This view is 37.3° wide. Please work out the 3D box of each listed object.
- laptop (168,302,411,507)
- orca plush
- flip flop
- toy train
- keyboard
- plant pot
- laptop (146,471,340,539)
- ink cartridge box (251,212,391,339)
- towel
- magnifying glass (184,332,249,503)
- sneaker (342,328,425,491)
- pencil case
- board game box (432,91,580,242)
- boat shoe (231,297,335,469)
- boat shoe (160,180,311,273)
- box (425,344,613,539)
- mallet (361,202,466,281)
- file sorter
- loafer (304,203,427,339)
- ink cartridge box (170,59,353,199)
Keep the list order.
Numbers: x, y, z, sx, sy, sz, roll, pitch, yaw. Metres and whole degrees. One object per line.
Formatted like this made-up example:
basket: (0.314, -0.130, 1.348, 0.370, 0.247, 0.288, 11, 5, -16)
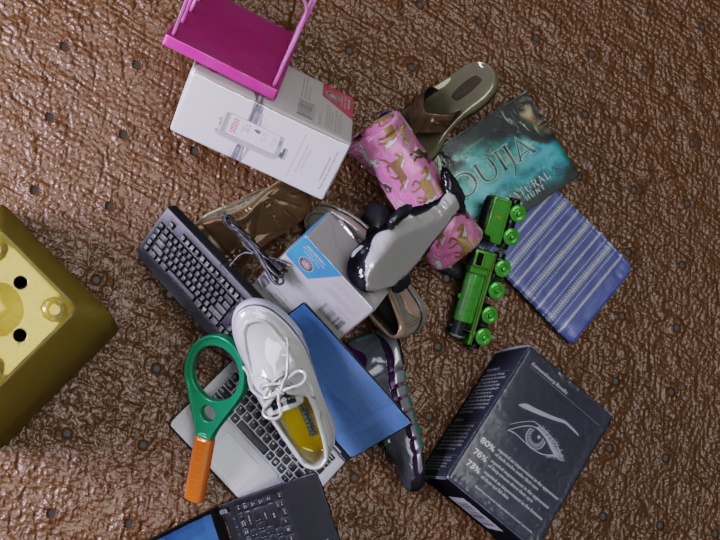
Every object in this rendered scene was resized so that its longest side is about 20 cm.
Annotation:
laptop: (-0.083, 0.176, 1.228, 0.200, 0.116, 0.188, -44, 97, -14)
orca plush: (0.038, -0.050, 1.210, 0.070, 0.106, 0.201, 22, 59, 31)
flip flop: (0.097, -0.203, 1.361, 0.199, 0.058, 0.081, -40, 67, -9)
toy train: (0.158, 0.001, 1.355, 0.056, 0.042, 0.203, 14, 95, -16)
keyboard: (-0.156, 0.003, 1.205, 0.200, 0.021, 0.127, 45, 103, 11)
plant pot: (-0.379, 0.050, 1.117, 0.194, 0.200, 0.196, 46, 71, -6)
laptop: (-0.120, 0.351, 1.201, 0.197, 0.103, 0.180, -20, 88, 11)
ink cartridge box: (-0.070, 0.039, 1.253, 0.116, 0.200, 0.067, 46, 37, -6)
towel: (0.257, -0.019, 1.428, 0.200, 0.024, 0.145, 44, 74, -5)
magnifying glass: (-0.172, 0.169, 1.215, 0.079, 0.022, 0.203, 17, 103, 20)
sneaker: (0.021, 0.174, 1.302, 0.086, 0.075, 0.203, -11, 74, -8)
pencil case: (0.068, -0.095, 1.297, 0.082, 0.087, 0.201, -32, 104, 22)
board game box: (0.174, -0.128, 1.398, 0.199, 0.028, 0.136, -33, 88, -15)
boat shoe: (-0.085, 0.131, 1.154, 0.074, 0.086, 0.204, -19, 109, 7)
boat shoe: (-0.150, -0.045, 1.282, 0.198, 0.063, 0.074, -29, 105, -13)
box: (0.193, 0.218, 1.325, 0.148, 0.104, 0.201, 40, 72, -8)
mallet: (0.080, -0.010, 1.361, 0.198, 0.041, 0.067, 32, 72, -15)
file sorter: (-0.123, -0.315, 1.233, 0.137, 0.201, 0.126, 25, 118, -10)
loafer: (0.000, 0.000, 1.289, 0.200, 0.072, 0.063, 48, 28, 9)
ink cartridge box: (-0.112, -0.188, 1.262, 0.198, 0.147, 0.083, 24, 119, -12)
